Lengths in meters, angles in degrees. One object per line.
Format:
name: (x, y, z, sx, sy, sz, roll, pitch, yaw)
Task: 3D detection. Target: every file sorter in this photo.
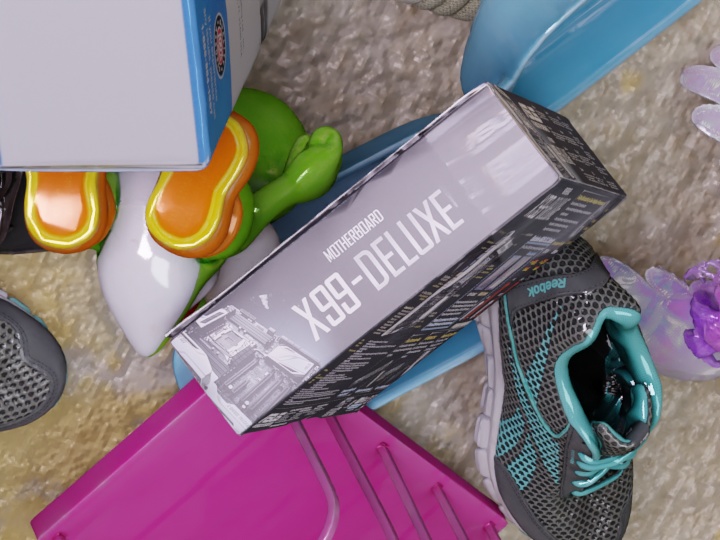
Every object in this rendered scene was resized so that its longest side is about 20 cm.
file sorter: (-0.019, 0.151, 1.204, 0.139, 0.126, 0.200, -40, 134, 11)

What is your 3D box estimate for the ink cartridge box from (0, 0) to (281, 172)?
ink cartridge box: (-0.082, -0.141, 0.973, 0.083, 0.200, 0.146, -1, 116, 9)

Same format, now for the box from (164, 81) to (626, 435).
box: (0.022, -0.003, 1.087, 0.158, 0.200, 0.050, -39, 81, 10)

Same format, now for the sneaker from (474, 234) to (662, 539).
sneaker: (0.100, 0.068, 1.231, 0.077, 0.091, 0.201, -27, 130, -16)

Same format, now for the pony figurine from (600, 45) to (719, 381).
pony figurine: (0.210, 0.015, 1.263, 0.193, 0.200, 0.167, 31, 105, -18)

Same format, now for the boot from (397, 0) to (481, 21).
boot: (0.015, -0.202, 1.114, 0.154, 0.072, 0.201, 6, 116, -27)

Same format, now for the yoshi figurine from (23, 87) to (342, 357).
yoshi figurine: (-0.067, -0.039, 1.070, 0.112, 0.113, 0.200, -37, 169, 2)

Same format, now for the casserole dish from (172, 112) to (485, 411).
casserole dish: (0.000, 0.000, 1.224, 0.199, 0.039, 0.121, -28, 123, -11)

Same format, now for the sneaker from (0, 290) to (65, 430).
sneaker: (-0.209, 0.041, 1.101, 0.199, 0.091, 0.078, 11, 110, -30)

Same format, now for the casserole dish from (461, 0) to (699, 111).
casserole dish: (0.113, -0.130, 1.166, 0.200, 0.039, 0.121, -38, 166, -20)

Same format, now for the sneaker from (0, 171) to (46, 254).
sneaker: (-0.160, -0.025, 1.092, 0.199, 0.106, 0.075, 2, 113, -28)
